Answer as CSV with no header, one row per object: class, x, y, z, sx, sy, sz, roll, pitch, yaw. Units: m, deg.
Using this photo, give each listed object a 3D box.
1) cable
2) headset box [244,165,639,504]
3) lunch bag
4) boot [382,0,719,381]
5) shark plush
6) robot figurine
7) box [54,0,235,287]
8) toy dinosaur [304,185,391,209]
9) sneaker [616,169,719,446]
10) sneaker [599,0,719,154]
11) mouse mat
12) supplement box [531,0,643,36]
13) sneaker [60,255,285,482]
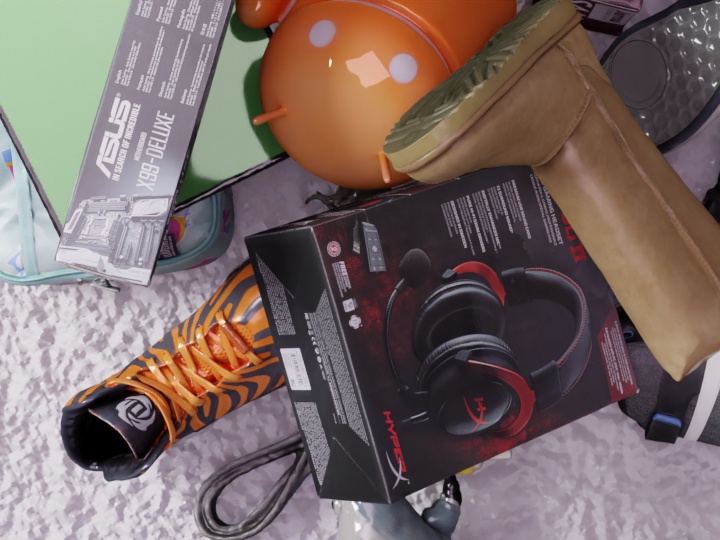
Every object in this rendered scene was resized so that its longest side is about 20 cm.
cable,-0.014,0.097,0.983,0.200,0.050,0.097,-19,88,2
headset box,0.055,0.022,0.891,0.200,0.075,0.149,-19,96,-33
lunch bag,-0.162,-0.085,0.976,0.160,0.077,0.200,-7,89,3
boot,0.119,-0.028,0.840,0.066,0.175,0.200,-23,105,47
shark plush,0.027,0.150,0.965,0.083,0.091,0.200,-31,97,-11
robot figurine,0.018,-0.122,0.912,0.117,0.200,0.144,-14,121,37
box,-0.104,-0.092,0.850,0.050,0.158,0.200,16,89,-7
toy dinosaur,0.000,0.000,0.961,0.088,0.047,0.200,-28,78,-7
sneaker,0.189,0.004,0.958,0.112,0.073,0.200,1,91,4
sneaker,0.231,-0.135,0.946,0.202,0.146,0.077,-45,68,37
mouse mat,-0.135,-0.128,0.928,0.161,0.008,0.200,-26,92,-6
supplement box,0.151,-0.243,0.939,0.061,0.109,0.200,14,91,3
sneaker,-0.090,0.062,0.922,0.078,0.112,0.200,50,122,1
